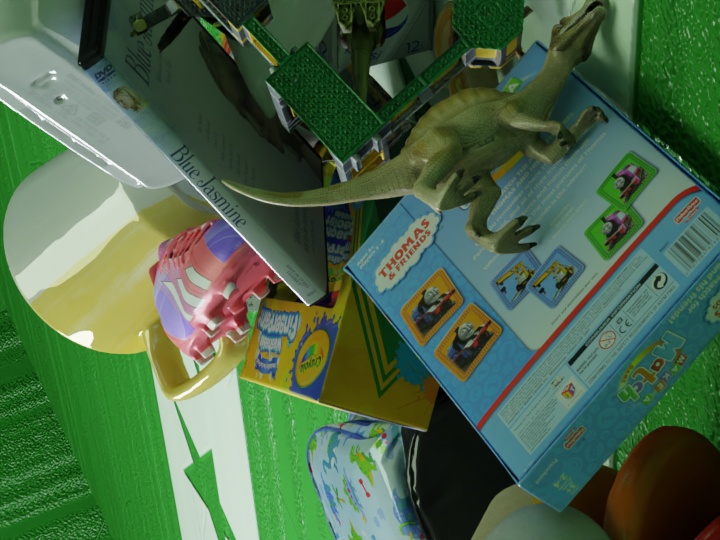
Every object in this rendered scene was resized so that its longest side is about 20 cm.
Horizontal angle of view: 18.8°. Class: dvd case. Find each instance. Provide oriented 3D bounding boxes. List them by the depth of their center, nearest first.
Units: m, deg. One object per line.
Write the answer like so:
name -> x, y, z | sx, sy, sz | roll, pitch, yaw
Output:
dvd case -> -0.084, -0.087, 1.215 | 0.200, 0.017, 0.143 | 47, -158, -29

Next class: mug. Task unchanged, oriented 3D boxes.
mug -> -0.130, -0.029, 1.482 | 0.187, 0.150, 0.153 | 44, 136, -8

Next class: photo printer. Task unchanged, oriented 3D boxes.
photo printer -> -0.161, -0.166, 1.272 | 0.166, 0.069, 0.201 | 36, -145, -44

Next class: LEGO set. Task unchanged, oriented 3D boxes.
LEGO set -> -0.011, -0.134, 1.126 | 0.200, 0.154, 0.116 | 39, 175, 8

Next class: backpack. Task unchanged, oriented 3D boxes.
backpack -> 0.048, 0.134, 1.371 | 0.200, 0.153, 0.164 | -117, 2, -76

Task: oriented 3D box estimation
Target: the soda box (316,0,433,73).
soda box -> -0.028, -0.202, 1.303 | 0.064, 0.068, 0.200 | 90, 156, -43

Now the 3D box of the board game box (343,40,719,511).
board game box -> 0.087, -0.004, 1.014 | 0.037, 0.151, 0.200 | 35, -170, -38

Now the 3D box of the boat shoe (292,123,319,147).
boat shoe -> -0.043, -0.156, 1.372 | 0.070, 0.071, 0.201 | -36, 42, 46

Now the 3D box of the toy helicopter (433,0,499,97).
toy helicopter -> 0.066, -0.046, 1.167 | 0.132, 0.078, 0.201 | 141, 124, -63

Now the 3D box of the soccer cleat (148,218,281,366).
soccer cleat -> -0.094, 0.000, 1.314 | 0.077, 0.067, 0.200 | 52, 162, 7

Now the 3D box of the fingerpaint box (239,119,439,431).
fingerpaint box -> 0.000, 0.000, 1.305 | 0.200, 0.073, 0.168 | -173, 98, -74

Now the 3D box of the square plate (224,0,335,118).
square plate -> -0.049, -0.225, 1.238 | 0.200, 0.028, 0.199 | -56, 44, 37

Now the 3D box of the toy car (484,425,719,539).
toy car -> 0.161, 0.167, 0.996 | 0.150, 0.174, 0.201 | -33, 73, 37

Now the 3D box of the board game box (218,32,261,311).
board game box -> -0.072, -0.091, 1.524 | 0.135, 0.034, 0.201 | 48, 130, 53

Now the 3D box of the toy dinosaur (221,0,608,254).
toy dinosaur -> 0.043, -0.051, 1.017 | 0.058, 0.199, 0.101 | 62, 178, -37

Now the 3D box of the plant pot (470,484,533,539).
plant pot -> 0.104, 0.220, 1.153 | 0.188, 0.186, 0.201 | 95, -178, -58
